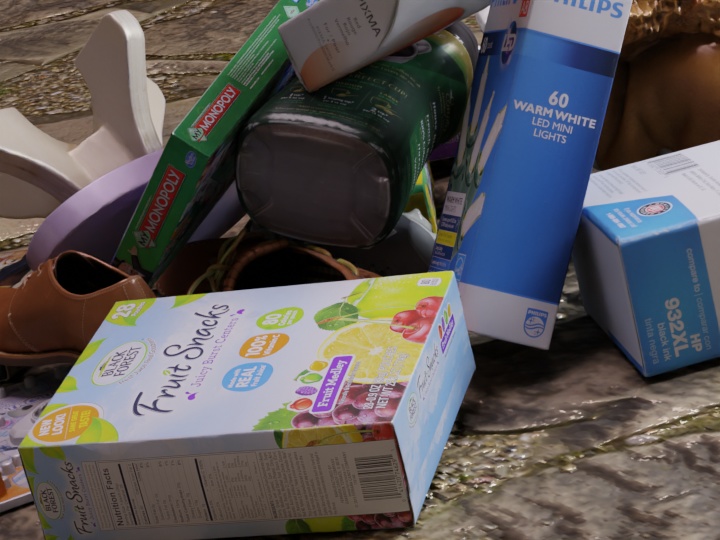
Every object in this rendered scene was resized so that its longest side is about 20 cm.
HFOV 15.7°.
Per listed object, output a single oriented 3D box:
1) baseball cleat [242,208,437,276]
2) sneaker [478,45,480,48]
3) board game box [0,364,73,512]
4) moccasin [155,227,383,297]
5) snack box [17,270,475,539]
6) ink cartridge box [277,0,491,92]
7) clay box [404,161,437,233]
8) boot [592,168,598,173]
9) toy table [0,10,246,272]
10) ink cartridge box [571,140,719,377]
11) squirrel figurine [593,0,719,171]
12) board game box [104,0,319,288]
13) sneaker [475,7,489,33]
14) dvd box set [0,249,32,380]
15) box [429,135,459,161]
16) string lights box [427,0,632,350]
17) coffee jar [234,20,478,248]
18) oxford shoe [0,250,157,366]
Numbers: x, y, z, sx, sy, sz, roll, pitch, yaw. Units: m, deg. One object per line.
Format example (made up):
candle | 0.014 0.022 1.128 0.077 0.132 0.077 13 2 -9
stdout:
baseball cleat | 0.000 0.000 1.617 0.106 0.070 0.200 -51 40 -6
sneaker | -0.016 -0.115 1.785 0.199 0.080 0.130 8 15 29
board game box | -0.173 0.081 1.532 0.200 0.026 0.200 -19 18 -17
moccasin | -0.057 0.013 1.554 0.201 0.078 0.074 20 79 49
snack box | -0.055 0.071 1.359 0.200 0.068 0.169 -7 24 16
ink cartridge box | 0.069 -0.176 1.498 0.162 0.050 0.200 -29 5 -38
clay box | -0.008 -0.041 1.763 0.115 0.048 0.200 -13 16 4
boot | 0.170 -0.100 1.767 0.200 0.073 0.090 -8 22 21
toy table | -0.169 -0.068 1.722 0.184 0.117 0.200 -47 -18 23
ink cartridge box | 0.227 -0.022 1.451 0.200 0.084 0.145 -15 15 -5
squirrel figurine | 0.162 -0.122 1.624 0.186 0.200 0.142 3 27 11
board game box | -0.081 -0.087 1.596 0.029 0.135 0.200 32 44 2
sneaker | 0.184 -0.152 1.829 0.200 0.081 0.146 11 -15 22
dvd box set | -0.256 0.030 1.756 0.146 0.029 0.200 -6 18 24
box | 0.039 -0.119 1.966 0.137 0.039 0.200 -11 15 -20
string lights box | 0.091 -0.062 1.461 0.059 0.200 0.103 13 1 -11
coffee jar | 0.003 -0.094 1.597 0.104 0.085 0.200 12 31 16
oxford shoe | -0.179 0.020 1.574 0.071 0.071 0.200 -28 20 -36
